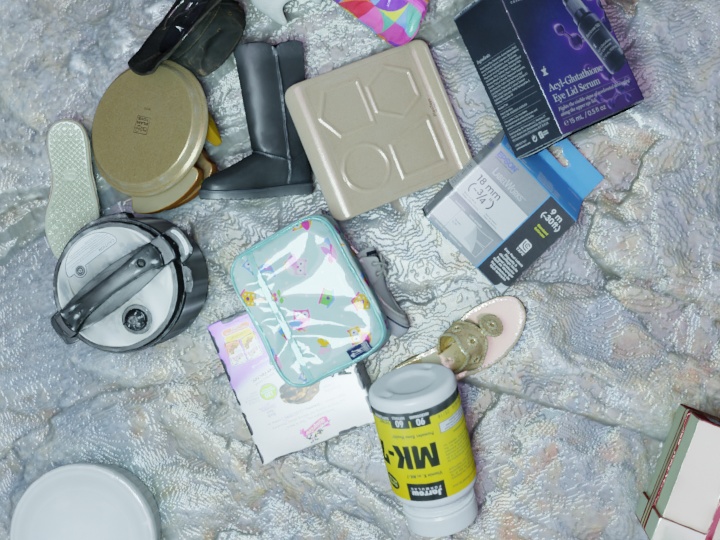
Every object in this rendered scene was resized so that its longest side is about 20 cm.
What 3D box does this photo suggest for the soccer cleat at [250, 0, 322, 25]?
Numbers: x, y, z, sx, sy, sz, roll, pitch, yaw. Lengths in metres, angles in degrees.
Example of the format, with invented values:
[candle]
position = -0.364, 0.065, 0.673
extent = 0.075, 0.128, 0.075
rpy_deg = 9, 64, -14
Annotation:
[soccer cleat]
position = -0.056, -0.402, 1.569
extent = 0.200, 0.070, 0.086
rpy_deg = -39, 106, 8

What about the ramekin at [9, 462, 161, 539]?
[ramekin]
position = -0.361, 0.352, 1.623
extent = 0.201, 0.094, 0.203
rpy_deg = 0, 93, 6

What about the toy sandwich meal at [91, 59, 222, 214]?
[toy sandwich meal]
position = -0.266, -0.179, 1.595
extent = 0.204, 0.070, 0.206
rpy_deg = -4, 80, 25

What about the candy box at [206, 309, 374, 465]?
[candy box]
position = -0.085, 0.131, 1.593
extent = 0.167, 0.072, 0.201
rpy_deg = -22, 90, 6

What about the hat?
[hat]
position = -0.202, -0.304, 1.546
extent = 0.201, 0.201, 0.081
rpy_deg = -42, 118, 7

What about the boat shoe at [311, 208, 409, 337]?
[boat shoe]
position = 0.000, 0.000, 1.581
extent = 0.200, 0.071, 0.070
rpy_deg = 45, 99, 9

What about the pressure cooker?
[pressure cooker]
position = -0.293, 0.016, 1.544
extent = 0.178, 0.200, 0.177
rpy_deg = 11, 95, 6

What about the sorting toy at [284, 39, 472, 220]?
[sorting toy]
position = 0.023, -0.182, 1.566
extent = 0.199, 0.036, 0.186
rpy_deg = -22, 91, -9

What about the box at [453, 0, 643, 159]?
[box]
position = 0.232, -0.262, 1.492
extent = 0.148, 0.104, 0.201
rpy_deg = -26, 92, -28

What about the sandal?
[sandal]
position = 0.127, 0.109, 1.570
extent = 0.211, 0.070, 0.078
rpy_deg = -33, 90, 7

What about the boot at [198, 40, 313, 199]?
[boot]
position = -0.140, -0.194, 1.556
extent = 0.164, 0.066, 0.201
rpy_deg = -8, 98, -35

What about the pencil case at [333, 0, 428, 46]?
[pencil case]
position = -0.004, -0.365, 1.511
extent = 0.200, 0.088, 0.089
rpy_deg = 32, 97, -28

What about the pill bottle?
[pill bottle]
position = 0.085, 0.230, 1.542
extent = 0.114, 0.114, 0.201
rpy_deg = -12, 109, 6

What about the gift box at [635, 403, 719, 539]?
[gift box]
position = 0.461, 0.292, 1.490
extent = 0.199, 0.185, 0.187
rpy_deg = 22, 93, 10

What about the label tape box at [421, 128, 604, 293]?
[label tape box]
position = 0.199, -0.094, 1.544
extent = 0.144, 0.063, 0.200
rpy_deg = 44, 97, -9

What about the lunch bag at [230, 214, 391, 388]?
[lunch bag]
position = -0.064, 0.043, 1.512
extent = 0.160, 0.077, 0.201
rpy_deg = -28, 88, 6

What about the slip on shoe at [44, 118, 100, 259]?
[slip on shoe]
position = -0.387, -0.107, 1.620
extent = 0.074, 0.061, 0.201
rpy_deg = -2, 107, -7
